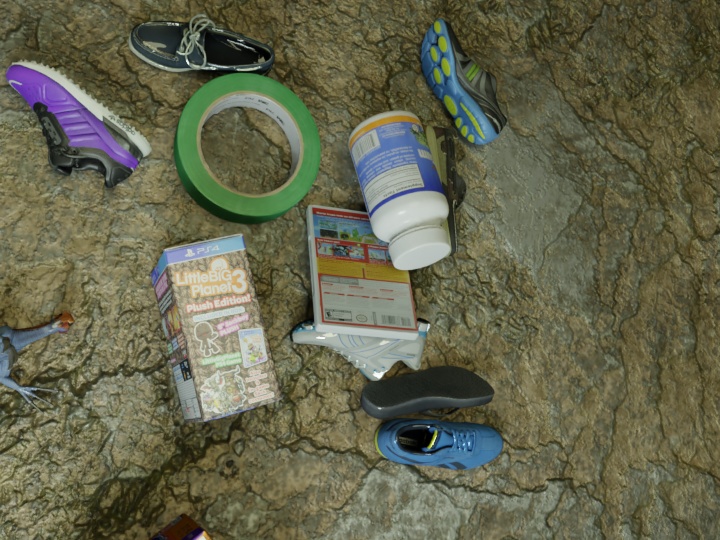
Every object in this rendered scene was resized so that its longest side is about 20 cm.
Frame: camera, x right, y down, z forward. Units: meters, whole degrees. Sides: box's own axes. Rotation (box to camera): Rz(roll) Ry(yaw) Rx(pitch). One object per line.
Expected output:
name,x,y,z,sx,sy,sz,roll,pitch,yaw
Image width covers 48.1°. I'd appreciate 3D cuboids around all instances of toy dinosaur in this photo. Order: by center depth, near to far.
toy dinosaur,-0.437,0.082,0.945,0.200,0.105,0.181,42,48,5

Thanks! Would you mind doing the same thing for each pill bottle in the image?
pill bottle,0.058,-0.109,1.120,0.111,0.112,0.202,-9,69,-21

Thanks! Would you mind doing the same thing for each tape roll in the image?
tape roll,-0.155,-0.167,1.110,0.198,0.048,0.203,4,78,-19

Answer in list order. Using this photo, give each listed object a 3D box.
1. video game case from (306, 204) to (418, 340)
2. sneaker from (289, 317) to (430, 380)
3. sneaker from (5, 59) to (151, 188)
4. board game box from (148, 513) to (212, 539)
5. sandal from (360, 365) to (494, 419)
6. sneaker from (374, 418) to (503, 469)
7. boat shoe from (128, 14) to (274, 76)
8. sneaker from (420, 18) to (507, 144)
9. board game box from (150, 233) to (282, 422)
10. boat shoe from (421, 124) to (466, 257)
video game case,0.000,0.000,1.106,0.141,0.018,0.202,7,53,-18
sneaker,0.001,0.107,1.104,0.197,0.075,0.088,3,93,-14
sneaker,-0.374,-0.178,1.022,0.199,0.069,0.100,34,73,-10
board game box,-0.212,0.422,0.894,0.199,0.200,0.201,-34,91,-22
sandal,0.092,0.176,1.131,0.197,0.076,0.043,-3,123,-19
sneaker,0.119,0.240,1.116,0.197,0.078,0.067,8,75,-20
boat shoe,-0.216,-0.305,1.107,0.198,0.062,0.076,13,77,-16
sneaker,0.160,-0.291,1.243,0.082,0.071,0.201,-31,92,-36
board game box,-0.182,0.077,0.994,0.096,0.159,0.203,-12,84,-22
boat shoe,0.126,-0.120,1.190,0.065,0.072,0.204,-6,78,-15
